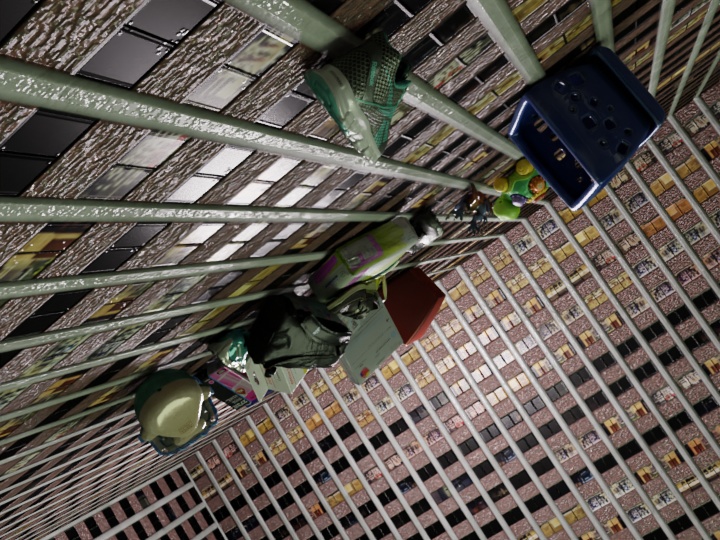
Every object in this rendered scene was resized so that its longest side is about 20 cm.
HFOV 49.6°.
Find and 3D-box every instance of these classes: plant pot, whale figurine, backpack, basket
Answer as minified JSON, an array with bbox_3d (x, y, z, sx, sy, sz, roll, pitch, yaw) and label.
[{"bbox_3d":[0.163,0.101,2.535,0.176,0.200,0.200,-47,169,16],"label":"plant pot"},{"bbox_3d":[0.391,-0.249,1.342,0.179,0.200,0.200,-39,172,-4],"label":"plant pot"},{"bbox_3d":[-0.369,0.267,1.526,0.159,0.104,0.201,-37,150,-15],"label":"whale figurine"},{"bbox_3d":[-0.116,0.122,1.569,0.199,0.127,0.168,11,122,-42],"label":"backpack"},{"bbox_3d":[-0.397,0.314,1.679,0.175,0.140,0.200,-32,180,-18],"label":"basket"}]

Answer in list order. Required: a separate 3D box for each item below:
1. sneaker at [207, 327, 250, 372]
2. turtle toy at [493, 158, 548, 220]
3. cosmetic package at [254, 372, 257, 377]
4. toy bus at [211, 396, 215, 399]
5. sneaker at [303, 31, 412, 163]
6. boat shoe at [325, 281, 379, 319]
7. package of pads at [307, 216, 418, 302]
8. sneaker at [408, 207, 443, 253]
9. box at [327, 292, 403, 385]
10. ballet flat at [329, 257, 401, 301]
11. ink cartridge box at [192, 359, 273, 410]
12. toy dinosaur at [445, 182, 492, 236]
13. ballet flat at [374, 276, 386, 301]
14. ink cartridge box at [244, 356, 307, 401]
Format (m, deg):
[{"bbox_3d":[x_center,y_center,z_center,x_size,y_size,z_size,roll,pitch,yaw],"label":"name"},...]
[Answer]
[{"bbox_3d":[-0.252,0.162,1.629,0.080,0.078,0.200,-42,172,-3],"label":"sneaker"},{"bbox_3d":[0.406,-0.207,1.959,0.200,0.102,0.145,-40,170,37],"label":"turtle toy"},{"bbox_3d":[-0.224,0.194,1.858,0.103,0.088,0.200,-33,171,-13],"label":"cosmetic package"},{"bbox_3d":[-0.334,0.274,1.979,0.078,0.065,0.200,-37,171,10],"label":"toy bus"},{"bbox_3d":[0.015,-0.166,0.753,0.091,0.078,0.200,-38,173,4],"label":"sneaker"},{"bbox_3d":[-0.005,0.066,1.585,0.073,0.065,0.200,-31,175,25],"label":"boat shoe"},{"bbox_3d":[0.006,-0.024,1.565,0.199,0.069,0.154,-29,172,-35],"label":"package of pads"},{"bbox_3d":[0.127,-0.079,1.726,0.090,0.067,0.200,-35,174,-8],"label":"sneaker"},{"bbox_3d":[-0.001,0.134,1.770,0.156,0.201,0.041,-42,-151,-24],"label":"box"},{"bbox_3d":[0.000,0.000,1.716,0.199,0.070,0.069,-29,172,3],"label":"ballet flat"},{"bbox_3d":[-0.295,0.278,1.850,0.094,0.037,0.200,-33,137,17],"label":"ink cartridge box"},{"bbox_3d":[0.286,-0.156,1.861,0.182,0.104,0.201,-54,176,-45],"label":"toy dinosaur"},{"bbox_3d":[0.025,0.079,1.843,0.066,0.202,0.067,14,167,-11],"label":"ballet flat"},{"bbox_3d":[-0.161,0.182,1.690,0.067,0.117,0.200,6,-138,31],"label":"ink cartridge box"}]
